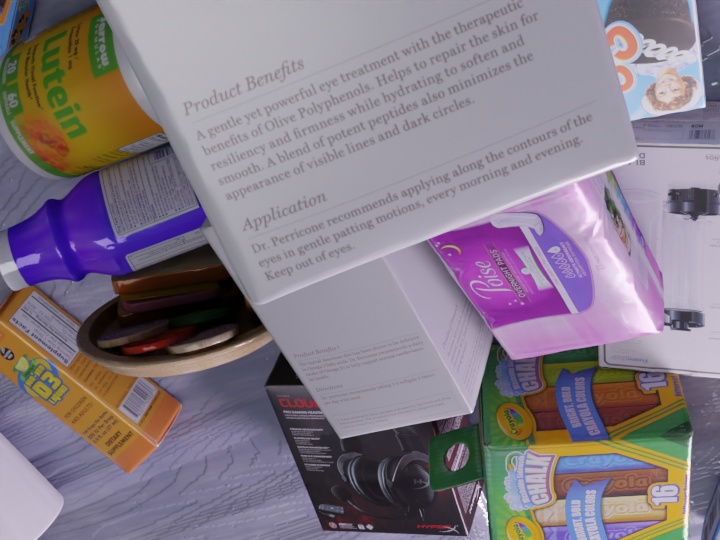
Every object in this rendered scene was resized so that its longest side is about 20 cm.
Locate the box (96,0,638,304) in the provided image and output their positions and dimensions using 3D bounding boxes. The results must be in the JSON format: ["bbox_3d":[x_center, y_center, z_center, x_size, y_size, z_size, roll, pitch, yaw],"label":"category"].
[{"bbox_3d":[0.003,-0.129,0.576,0.197,0.201,0.173,-21,118,8],"label":"box"}]

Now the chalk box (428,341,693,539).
[{"bbox_3d":[0.151,0.137,0.923,0.197,0.125,0.125,-5,125,5],"label":"chalk box"}]

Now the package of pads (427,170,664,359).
[{"bbox_3d":[0.114,-0.024,0.766,0.119,0.076,0.200,-15,137,25],"label":"package of pads"}]

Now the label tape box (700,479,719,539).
[{"bbox_3d":[0.392,0.209,0.952,0.197,0.066,0.145,14,129,13],"label":"label tape box"}]

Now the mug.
[{"bbox_3d":[-0.434,0.235,1.245,0.185,0.150,0.154,-24,107,26],"label":"mug"}]

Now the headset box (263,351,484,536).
[{"bbox_3d":[0.014,0.137,1.035,0.147,0.078,0.202,-3,126,23],"label":"headset box"}]

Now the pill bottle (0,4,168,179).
[{"bbox_3d":[-0.168,-0.146,0.867,0.198,0.112,0.112,-16,119,30],"label":"pill bottle"}]

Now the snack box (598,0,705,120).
[{"bbox_3d":[0.107,-0.138,0.723,0.197,0.037,0.117,-9,133,15],"label":"snack box"}]

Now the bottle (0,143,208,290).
[{"bbox_3d":[-0.182,-0.040,0.901,0.198,0.084,0.066,-21,146,-2],"label":"bottle"}]

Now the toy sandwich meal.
[{"bbox_3d":[-0.137,0.012,0.925,0.202,0.205,0.071,-2,112,22],"label":"toy sandwich meal"}]

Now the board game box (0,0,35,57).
[{"bbox_3d":[-0.315,-0.257,0.889,0.150,0.037,0.201,29,130,-1],"label":"board game box"}]

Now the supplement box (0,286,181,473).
[{"bbox_3d":[-0.274,0.103,1.127,0.200,0.069,0.066,41,127,-9],"label":"supplement box"}]

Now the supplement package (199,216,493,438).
[{"bbox_3d":[0.000,0.000,0.822,0.116,0.118,0.201,-14,122,29],"label":"supplement package"}]

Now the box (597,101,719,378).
[{"bbox_3d":[0.229,-0.019,0.843,0.115,0.060,0.202,3,126,19],"label":"box"}]
